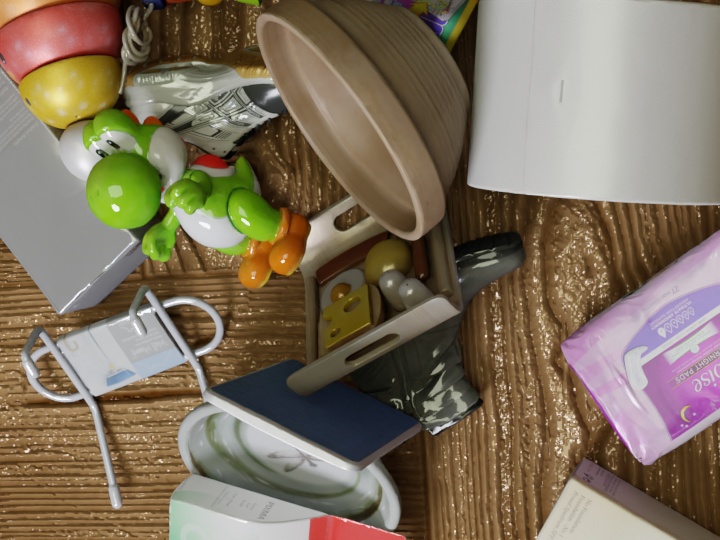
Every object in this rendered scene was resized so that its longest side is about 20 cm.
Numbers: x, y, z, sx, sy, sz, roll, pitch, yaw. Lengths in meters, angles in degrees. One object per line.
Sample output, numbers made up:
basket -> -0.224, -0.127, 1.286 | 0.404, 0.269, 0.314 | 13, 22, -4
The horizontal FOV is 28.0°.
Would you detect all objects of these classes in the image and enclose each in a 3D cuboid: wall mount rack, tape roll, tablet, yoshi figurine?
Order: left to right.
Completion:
wall mount rack -> -0.202, 0.109, 1.277 | 0.199, 0.075, 0.174 | -20, 118, 18
yoshi figurine -> -0.145, -0.047, 1.173 | 0.199, 0.112, 0.113 | 33, 103, -22
tablet -> -0.032, 0.109, 1.111 | 0.129, 0.200, 0.014 | 25, 100, 13
tape roll -> 0.182, -0.126, 1.069 | 0.201, 0.203, 0.140 | 6, 96, 16

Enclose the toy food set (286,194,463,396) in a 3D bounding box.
toy food set -> 0.000, 0.000, 1.152 | 0.143, 0.201, 0.060 | -30, 120, 17

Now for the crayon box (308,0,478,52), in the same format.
crayon box -> 0.031, -0.226, 1.111 | 0.118, 0.059, 0.200 | 23, 137, -7

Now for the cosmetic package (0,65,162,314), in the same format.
cosmetic package -> -0.272, -0.072, 1.272 | 0.107, 0.090, 0.200 | -39, 87, 16

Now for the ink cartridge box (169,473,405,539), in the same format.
ink cartridge box -> -0.068, 0.273, 1.237 | 0.199, 0.050, 0.162 | 15, 121, 16

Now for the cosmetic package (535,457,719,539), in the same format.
cosmetic package -> 0.237, 0.249, 1.157 | 0.199, 0.073, 0.104 | 29, 104, 13

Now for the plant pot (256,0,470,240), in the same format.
plant pot -> 0.017, -0.129, 1.074 | 0.092, 0.201, 0.201 | -36, 84, -12

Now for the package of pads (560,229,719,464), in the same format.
package of pads -> 0.269, 0.049, 1.125 | 0.200, 0.076, 0.121 | -37, 83, 17

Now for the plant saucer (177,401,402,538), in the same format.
plant saucer -> -0.054, 0.157, 1.211 | 0.199, 0.050, 0.201 | 15, 142, 12

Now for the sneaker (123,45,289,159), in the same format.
sneaker -> -0.101, -0.140, 1.230 | 0.198, 0.076, 0.088 | -2, 113, 18

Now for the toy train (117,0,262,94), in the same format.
toy train -> -0.132, -0.238, 1.205 | 0.115, 0.085, 0.202 | 7, 86, 2

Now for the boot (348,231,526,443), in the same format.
boot -> 0.071, 0.059, 1.200 | 0.199, 0.068, 0.131 | -27, 95, 23

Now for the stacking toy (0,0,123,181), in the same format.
stacking toy -> -0.246, -0.171, 1.206 | 0.145, 0.146, 0.201 | -20, 79, 17
